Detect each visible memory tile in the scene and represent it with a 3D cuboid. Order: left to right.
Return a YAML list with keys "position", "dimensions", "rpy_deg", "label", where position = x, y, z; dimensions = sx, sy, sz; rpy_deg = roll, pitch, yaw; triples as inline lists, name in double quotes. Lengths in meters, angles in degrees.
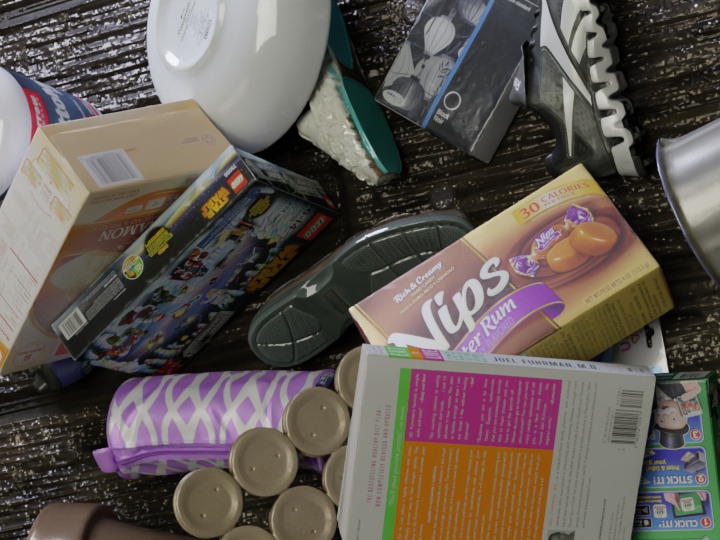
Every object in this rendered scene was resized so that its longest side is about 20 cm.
- position: [-0.023, 0.165, 1.675]
  dimensions: [0.200, 0.017, 0.154]
  rpy_deg: [-36, 93, -18]
  label: "memory tile"

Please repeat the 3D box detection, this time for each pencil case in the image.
- position: [-0.097, 0.120, 1.764]
  dimensions: [0.199, 0.084, 0.086]
  rpy_deg: [-4, 40, 28]
  label: "pencil case"

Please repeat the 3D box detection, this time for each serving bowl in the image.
- position: [-0.107, -0.191, 1.793]
  dimensions: [0.199, 0.066, 0.202]
  rpy_deg: [-8, 80, 50]
  label: "serving bowl"

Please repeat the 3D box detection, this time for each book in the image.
- position: [0.092, 0.123, 1.571]
  dimensions: [0.199, 0.048, 0.135]
  rpy_deg: [6, 104, -9]
  label: "book"

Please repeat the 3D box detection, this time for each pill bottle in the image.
- position: [-0.291, -0.100, 1.837]
  dimensions: [0.119, 0.200, 0.120]
  rpy_deg: [-5, 80, 26]
  label: "pill bottle"

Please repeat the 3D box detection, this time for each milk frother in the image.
- position: [0.301, -0.052, 1.528]
  dimensions: [0.187, 0.200, 0.181]
  rpy_deg: [-28, 74, 21]
  label: "milk frother"

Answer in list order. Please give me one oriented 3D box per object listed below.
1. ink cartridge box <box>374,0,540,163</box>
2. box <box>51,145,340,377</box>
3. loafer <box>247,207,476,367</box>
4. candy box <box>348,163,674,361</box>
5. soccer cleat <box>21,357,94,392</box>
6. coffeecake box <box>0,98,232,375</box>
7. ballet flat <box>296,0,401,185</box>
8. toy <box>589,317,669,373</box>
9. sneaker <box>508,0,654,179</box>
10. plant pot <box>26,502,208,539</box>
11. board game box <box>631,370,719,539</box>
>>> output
- position: [0.100, -0.191, 1.745]
  dimensions: [0.099, 0.039, 0.201]
  rpy_deg: [31, 95, 29]
  label: "ink cartridge box"
- position: [-0.123, -0.001, 1.770]
  dimensions: [0.200, 0.137, 0.040]
  rpy_deg: [-44, 65, 14]
  label: "box"
- position: [0.000, 0.000, 1.749]
  dimensions: [0.199, 0.072, 0.063]
  rpy_deg: [-29, 28, 19]
  label: "loafer"
- position: [0.105, 0.026, 1.638]
  dimensions: [0.199, 0.057, 0.117]
  rpy_deg: [-31, 51, -2]
  label: "candy box"
- position: [-0.272, 0.013, 1.898]
  dimensions: [0.083, 0.065, 0.200]
  rpy_deg: [-31, 60, -13]
  label: "soccer cleat"
- position: [-0.201, -0.025, 1.764]
  dimensions: [0.073, 0.153, 0.200]
  rpy_deg: [50, 131, 23]
  label: "coffeecake box"
- position: [-0.026, -0.138, 1.787]
  dimensions: [0.072, 0.072, 0.201]
  rpy_deg: [-30, 61, 20]
  label: "ballet flat"
- position: [0.118, 0.061, 1.686]
  dimensions: [0.199, 0.047, 0.116]
  rpy_deg: [-14, 77, 25]
  label: "toy"
- position: [0.144, -0.156, 1.677]
  dimensions: [0.090, 0.066, 0.201]
  rpy_deg: [-14, 91, 17]
  label: "sneaker"
- position: [-0.147, 0.269, 1.721]
  dimensions: [0.173, 0.200, 0.202]
  rpy_deg: [-2, 80, 10]
  label: "plant pot"
- position: [0.159, 0.143, 1.636]
  dimensions: [0.199, 0.029, 0.136]
  rpy_deg: [-4, 100, 25]
  label: "board game box"
